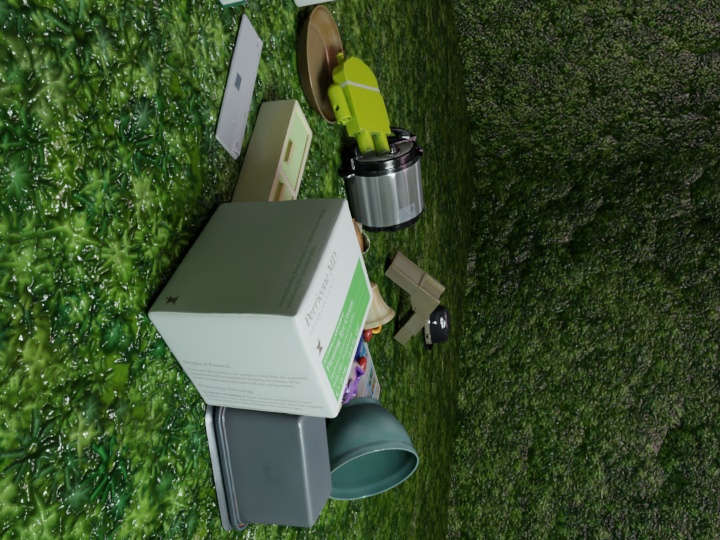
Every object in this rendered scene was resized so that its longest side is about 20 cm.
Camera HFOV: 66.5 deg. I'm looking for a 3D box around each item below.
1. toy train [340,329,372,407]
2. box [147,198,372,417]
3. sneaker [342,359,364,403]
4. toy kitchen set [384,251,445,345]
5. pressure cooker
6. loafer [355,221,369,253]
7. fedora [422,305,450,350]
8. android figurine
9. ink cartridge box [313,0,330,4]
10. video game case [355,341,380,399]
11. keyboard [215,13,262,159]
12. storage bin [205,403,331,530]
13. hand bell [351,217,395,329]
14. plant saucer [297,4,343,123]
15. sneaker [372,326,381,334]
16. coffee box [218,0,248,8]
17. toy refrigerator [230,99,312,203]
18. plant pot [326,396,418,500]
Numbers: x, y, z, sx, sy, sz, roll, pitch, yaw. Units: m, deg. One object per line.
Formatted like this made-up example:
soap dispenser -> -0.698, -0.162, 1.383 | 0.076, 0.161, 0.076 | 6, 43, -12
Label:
toy train -> -0.027, 0.209, 1.132 | 0.117, 0.081, 0.206 | 85, 14, -58
box -> -0.107, 0.041, 0.680 | 0.203, 0.193, 0.175 | -69, 151, -43
sneaker -> -0.050, 0.206, 0.988 | 0.081, 0.088, 0.200 | -53, 174, 29
toy kitchen set -> 0.134, 0.064, 1.627 | 0.202, 0.178, 0.164 | -54, -179, 36
pressure cooker -> 0.054, -0.209, 1.207 | 0.177, 0.172, 0.206 | -58, 145, -52
loafer -> -0.031, -0.078, 1.115 | 0.199, 0.066, 0.079 | 25, 66, -70
fedora -> 0.294, 0.201, 2.082 | 0.200, 0.088, 0.210 | 0, 90, -72
android figurine -> 0.001, -0.324, 1.070 | 0.180, 0.040, 0.207 | -17, 89, -57
ink cartridge box -> -0.071, -0.547, 0.897 | 0.200, 0.124, 0.130 | 49, 45, -64
video game case -> 0.003, 0.308, 1.299 | 0.204, 0.023, 0.186 | -73, 156, -44
keyboard -> -0.171, -0.262, 0.779 | 0.056, 0.010, 0.208 | 43, 49, -60
storage bin -> -0.113, 0.251, 0.767 | 0.145, 0.129, 0.208 | -39, 128, -66
hand bell -> 0.000, 0.000, 1.075 | 0.104, 0.100, 0.208 | -44, 125, -65
plant saucer -> -0.075, -0.381, 1.028 | 0.199, 0.034, 0.209 | 1, 90, -73
sneaker -> -0.008, 0.072, 1.180 | 0.203, 0.074, 0.080 | 67, 31, -48
coffee box -> -0.190, -0.438, 0.659 | 0.200, 0.042, 0.128 | 44, 49, -66
toy refrigerator -> -0.127, -0.150, 0.818 | 0.076, 0.067, 0.206 | 61, 35, -56
plant pot -> 0.004, 0.341, 1.086 | 0.203, 0.194, 0.137 | 66, 2, -50
